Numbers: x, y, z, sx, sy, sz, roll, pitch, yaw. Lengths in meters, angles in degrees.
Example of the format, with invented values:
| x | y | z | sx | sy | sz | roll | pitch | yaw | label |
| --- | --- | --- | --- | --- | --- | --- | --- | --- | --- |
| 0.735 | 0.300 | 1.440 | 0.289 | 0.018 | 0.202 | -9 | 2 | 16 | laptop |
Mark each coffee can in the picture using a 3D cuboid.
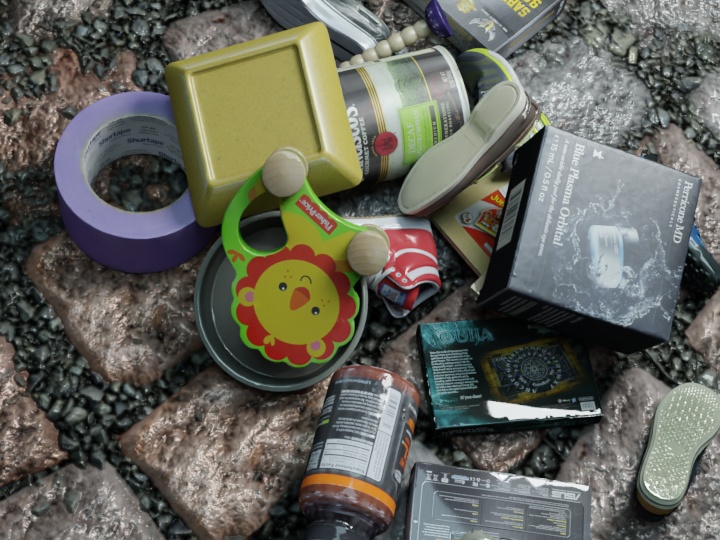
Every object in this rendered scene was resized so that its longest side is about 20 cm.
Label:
| x | y | z | sx | sy | sz | roll | pitch | yaw | label |
| --- | --- | --- | --- | --- | --- | --- | --- | --- | --- |
| 0.017 | -0.180 | 1.693 | 0.197 | 0.147 | 0.148 | -15 | 64 | -14 | coffee can |

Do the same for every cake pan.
| x | y | z | sx | sy | sz | roll | pitch | yaw | label |
| --- | --- | --- | --- | --- | --- | --- | --- | --- | --- |
| -0.089 | 0.035 | 1.589 | 0.197 | 0.037 | 0.204 | 0 | 85 | 3 | cake pan |

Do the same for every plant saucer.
| x | y | z | sx | sy | sz | roll | pitch | yaw | label |
| --- | --- | --- | --- | --- | --- | --- | --- | --- | --- |
| -0.115 | -0.171 | 1.581 | 0.197 | 0.048 | 0.203 | -15 | 79 | 4 | plant saucer |

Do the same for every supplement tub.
| x | y | z | sx | sy | sz | roll | pitch | yaw | label |
| --- | --- | --- | --- | --- | --- | --- | --- | --- | --- |
| -0.005 | 0.211 | 1.506 | 0.105 | 0.107 | 0.202 | 15 | 62 | 1 | supplement tub |

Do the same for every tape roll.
| x | y | z | sx | sy | sz | roll | pitch | yaw | label |
| --- | --- | --- | --- | --- | --- | --- | --- | --- | --- |
| -0.259 | -0.105 | 1.656 | 0.197 | 0.085 | 0.203 | 3 | 61 | -5 | tape roll |

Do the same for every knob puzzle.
| x | y | z | sx | sy | sz | roll | pitch | yaw | label |
| --- | --- | --- | --- | --- | --- | --- | --- | --- | --- |
| 0.207 | -0.050 | 1.710 | 0.216 | 0.031 | 0.222 | 2 | 57 | -3 | knob puzzle |

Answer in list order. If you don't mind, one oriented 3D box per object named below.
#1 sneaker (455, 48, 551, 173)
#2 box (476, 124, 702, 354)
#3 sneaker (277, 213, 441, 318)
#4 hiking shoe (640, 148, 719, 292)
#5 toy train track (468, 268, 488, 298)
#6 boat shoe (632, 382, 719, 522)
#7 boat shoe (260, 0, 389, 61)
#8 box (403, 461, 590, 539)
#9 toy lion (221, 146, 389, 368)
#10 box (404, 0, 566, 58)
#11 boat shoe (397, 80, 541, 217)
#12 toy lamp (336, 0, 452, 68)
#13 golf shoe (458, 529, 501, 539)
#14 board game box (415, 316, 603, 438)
| x | y | z | sx | sy | sz | roll | pitch | yaw | label |
| --- | --- | --- | --- | --- | --- | --- | --- | --- | --- |
| 0.167 | -0.201 | 1.754 | 0.080 | 0.074 | 0.201 | -21 | 55 | -18 | sneaker |
| 0.260 | -0.032 | 1.591 | 0.197 | 0.117 | 0.200 | 17 | 76 | -9 | box |
| 0.000 | 0.000 | 1.638 | 0.197 | 0.072 | 0.114 | -7 | 60 | -13 | sneaker |
| 0.385 | -0.067 | 1.717 | 0.086 | 0.075 | 0.201 | -29 | 69 | -19 | hiking shoe |
| 0.200 | -0.033 | 1.666 | 0.115 | 0.033 | 0.200 | 42 | 69 | 11 | toy train track |
| 0.353 | 0.202 | 1.580 | 0.074 | 0.063 | 0.201 | 24 | 47 | 12 | boat shoe |
| -0.051 | -0.340 | 1.823 | 0.199 | 0.072 | 0.071 | 38 | 56 | 1 | boat shoe |
| 0.145 | 0.299 | 1.500 | 0.197 | 0.049 | 0.161 | 7 | 63 | -2 | box |
| -0.075 | -0.003 | 1.530 | 0.200 | 0.069 | 0.192 | 43 | 99 | -7 | toy lion |
| 0.153 | -0.379 | 1.871 | 0.158 | 0.049 | 0.200 | -39 | 72 | -24 | box |
| 0.128 | -0.132 | 1.637 | 0.200 | 0.059 | 0.072 | -46 | 46 | 14 | boat shoe |
| 0.018 | -0.268 | 1.752 | 0.198 | 0.058 | 0.059 | -26 | 63 | 14 | toy lamp |
| 0.093 | 0.360 | 1.391 | 0.077 | 0.097 | 0.202 | 21 | 101 | -2 | golf shoe |
| 0.170 | 0.118 | 1.618 | 0.197 | 0.028 | 0.137 | -3 | 61 | -9 | board game box |
